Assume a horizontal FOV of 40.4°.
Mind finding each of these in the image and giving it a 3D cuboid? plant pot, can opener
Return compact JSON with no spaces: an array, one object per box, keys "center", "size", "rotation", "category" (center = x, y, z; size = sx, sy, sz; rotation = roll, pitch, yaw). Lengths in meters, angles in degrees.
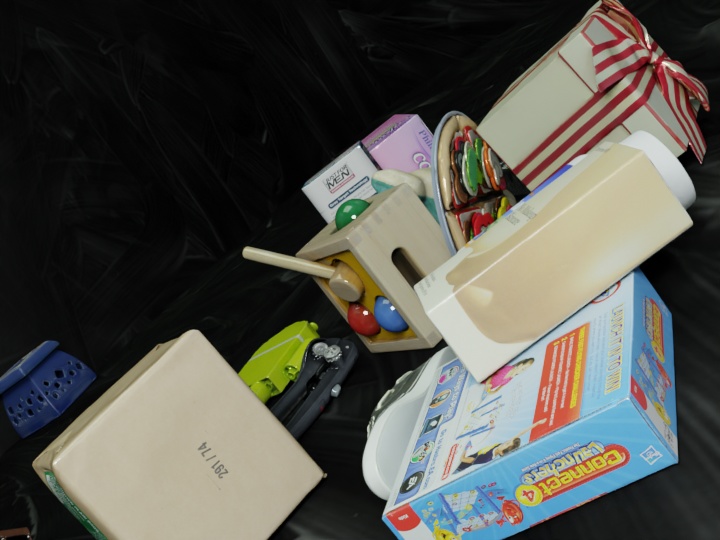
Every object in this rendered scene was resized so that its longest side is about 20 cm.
[{"center":[-0.913,0.327,2.788],"size":[0.199,0.180,0.200],"rotation":[-32,13,32],"category":"plant pot"},{"center":[-0.064,0.152,1.140],"size":[0.063,0.079,0.200],"rotation":[13,43,24],"category":"can opener"}]

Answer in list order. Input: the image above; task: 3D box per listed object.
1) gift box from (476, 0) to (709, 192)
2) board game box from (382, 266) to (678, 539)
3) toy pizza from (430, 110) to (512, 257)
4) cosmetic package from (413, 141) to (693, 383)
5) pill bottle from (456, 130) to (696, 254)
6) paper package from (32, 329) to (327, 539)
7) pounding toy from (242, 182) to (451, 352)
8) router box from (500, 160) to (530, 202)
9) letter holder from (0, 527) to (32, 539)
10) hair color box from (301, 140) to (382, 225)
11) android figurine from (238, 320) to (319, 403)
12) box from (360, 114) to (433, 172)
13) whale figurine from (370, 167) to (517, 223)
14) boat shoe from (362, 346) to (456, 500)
[{"center":[0.260,-0.168,1.056],"size":[0.187,0.184,0.200],"rotation":[-41,11,36],"category":"gift box"},{"center":[0.127,0.100,0.708],"size":[0.195,0.056,0.200],"rotation":[-32,13,28],"category":"board game box"},{"center":[0.130,-0.074,1.049],"size":[0.032,0.201,0.200],"rotation":[-11,23,27],"category":"toy pizza"},{"center":[0.143,-0.010,0.761],"size":[0.200,0.071,0.105],"rotation":[-38,10,3],"category":"cosmetic package"},{"center":[0.194,-0.032,0.873],"size":[0.200,0.112,0.112],"rotation":[-38,11,0],"category":"pill bottle"},{"center":[-0.169,0.190,0.924],"size":[0.191,0.200,0.103],"rotation":[-46,13,-29],"category":"paper package"},{"center":[0.000,0.000,1.134],"size":[0.142,0.200,0.184],"rotation":[-43,12,-23],"category":"pounding toy"},{"center":[0.273,-0.165,1.276],"size":[0.200,0.062,0.150],"rotation":[-41,10,-11],"category":"router box"},{"center":[-0.515,0.454,1.282],"size":[0.200,0.143,0.100],"rotation":[-36,-21,15],"category":"letter holder"},{"center":[0.021,-0.065,1.324],"size":[0.100,0.200,0.061],"rotation":[-36,11,10],"category":"hair color box"},{"center":[-0.126,0.141,1.387],"size":[0.182,0.041,0.200],"rotation":[-29,15,40],"category":"android figurine"},{"center":[0.083,-0.138,1.479],"size":[0.096,0.176,0.200],"rotation":[-38,12,-1],"category":"box"},{"center":[0.098,-0.070,1.189],"size":[0.159,0.199,0.104],"rotation":[27,104,45],"category":"whale figurine"},{"center":[0.042,0.134,0.825],"size":[0.063,0.071,0.200],"rotation":[-30,6,32],"category":"boat shoe"}]
